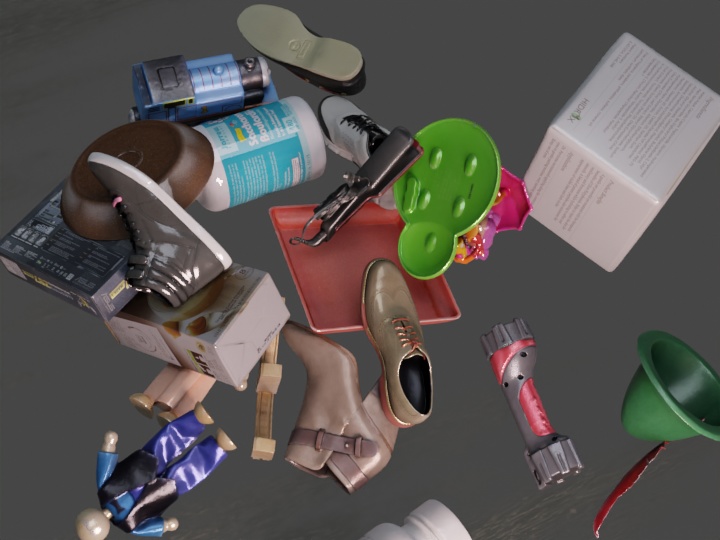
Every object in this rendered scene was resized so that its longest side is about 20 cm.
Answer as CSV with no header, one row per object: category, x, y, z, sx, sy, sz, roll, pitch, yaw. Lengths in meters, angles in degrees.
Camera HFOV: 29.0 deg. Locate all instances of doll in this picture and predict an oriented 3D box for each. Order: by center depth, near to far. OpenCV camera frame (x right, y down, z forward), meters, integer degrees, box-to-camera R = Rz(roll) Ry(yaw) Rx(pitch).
doll,-0.244,0.235,1.585,0.200,0.048,0.137,-40,96,-8

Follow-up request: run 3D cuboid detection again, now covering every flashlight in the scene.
flashlight,0.213,0.159,1.700,0.068,0.068,0.201,-16,67,-19

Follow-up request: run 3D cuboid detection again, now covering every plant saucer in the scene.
plant saucer,-0.274,-0.120,1.668,0.199,0.037,0.201,-11,45,11
plant saucer,0.000,0.000,1.724,0.199,0.037,0.200,-5,51,-23

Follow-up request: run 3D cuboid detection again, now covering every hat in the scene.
hat,0.346,0.193,1.733,0.199,0.176,0.166,-8,57,-55

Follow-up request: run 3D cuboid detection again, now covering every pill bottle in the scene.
pill bottle,0.028,0.349,1.552,0.199,0.115,0.115,-34,74,-22
pill bottle,-0.151,-0.142,1.761,0.199,0.111,0.111,-20,69,-18

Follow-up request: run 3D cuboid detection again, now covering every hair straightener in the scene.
hair straightener,-0.014,-0.101,1.680,0.200,0.077,0.041,-40,60,4

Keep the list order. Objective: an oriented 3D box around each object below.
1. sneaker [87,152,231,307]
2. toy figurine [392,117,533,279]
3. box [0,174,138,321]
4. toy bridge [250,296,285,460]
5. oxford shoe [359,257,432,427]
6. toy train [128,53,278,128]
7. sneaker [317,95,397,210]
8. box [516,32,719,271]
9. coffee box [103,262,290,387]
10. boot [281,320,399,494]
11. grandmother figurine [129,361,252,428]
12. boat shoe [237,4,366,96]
sneaker,-0.248,-0.040,1.560,0.200,0.071,0.099,42,73,-8
toy figurine,0.144,-0.071,1.752,0.149,0.184,0.201,13,87,35
box,-0.320,-0.036,1.666,0.199,0.051,0.158,21,59,36
toy bridge,-0.110,0.129,1.661,0.027,0.067,0.201,6,65,-6
oxford shoe,0.052,0.079,1.617,0.070,0.075,0.201,-12,85,-24
toy train,-0.201,-0.225,1.791,0.199,0.114,0.087,-12,67,-14
sneaker,0.010,-0.171,1.805,0.073,0.080,0.200,-27,55,-20
box,0.332,-0.150,1.793,0.171,0.199,0.200,37,64,9
coffee box,-0.199,0.046,1.630,0.199,0.080,0.115,15,56,35
boot,-0.045,0.166,1.659,0.199,0.070,0.147,29,74,18
grandmother figurine,-0.183,0.101,1.670,0.121,0.061,0.200,35,66,1
boat shoe,-0.080,-0.295,1.875,0.201,0.063,0.074,28,74,20
